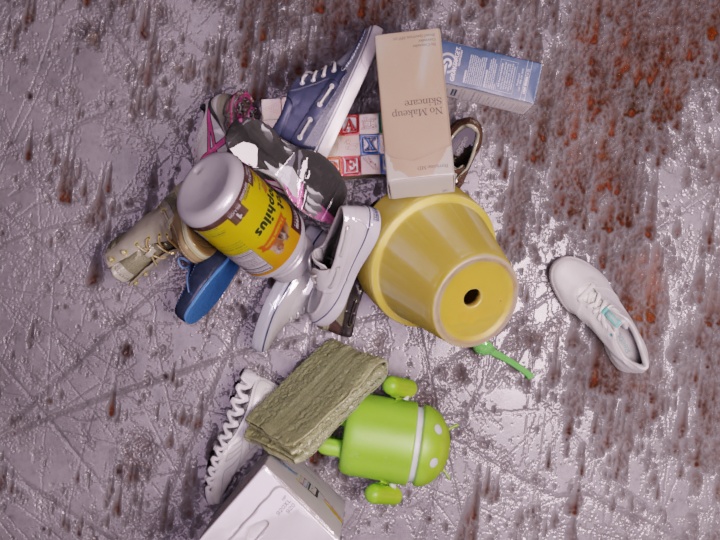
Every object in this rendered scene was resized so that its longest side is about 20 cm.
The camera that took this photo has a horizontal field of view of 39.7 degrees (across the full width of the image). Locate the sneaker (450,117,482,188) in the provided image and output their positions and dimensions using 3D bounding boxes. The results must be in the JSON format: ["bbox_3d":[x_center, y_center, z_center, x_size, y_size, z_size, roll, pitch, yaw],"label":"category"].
[{"bbox_3d":[0.114,-0.131,1.435,0.069,0.076,0.203,25,91,1],"label":"sneaker"}]

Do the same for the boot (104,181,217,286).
[{"bbox_3d":[-0.282,-0.032,1.393,0.154,0.201,0.072,-37,120,3],"label":"boot"}]

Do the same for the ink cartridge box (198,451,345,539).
[{"bbox_3d":[-0.119,0.352,1.382,0.144,0.200,0.148,42,92,1],"label":"ink cartridge box"}]

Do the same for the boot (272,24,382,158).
[{"bbox_3d":[-0.046,-0.260,1.378,0.089,0.073,0.203,26,91,-4],"label":"boot"}]

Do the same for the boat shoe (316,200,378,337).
[{"bbox_3d":[0.000,0.000,1.446,0.064,0.073,0.203,24,100,-4],"label":"boat shoe"}]

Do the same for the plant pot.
[{"bbox_3d":[0.114,0.001,1.343,0.197,0.189,0.205,-9,116,-20],"label":"plant pot"}]

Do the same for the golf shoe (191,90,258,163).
[{"bbox_3d":[-0.202,-0.156,1.434,0.090,0.072,0.204,-5,69,28],"label":"golf shoe"}]

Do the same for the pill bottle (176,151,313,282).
[{"bbox_3d":[-0.148,-0.063,1.345,0.108,0.200,0.111,-18,53,26],"label":"pill bottle"}]

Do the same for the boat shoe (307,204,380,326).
[{"bbox_3d":[-0.040,-0.010,1.357,0.064,0.074,0.202,10,123,-26],"label":"boat shoe"}]

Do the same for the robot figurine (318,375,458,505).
[{"bbox_3d":[0.039,0.241,1.420,0.195,0.116,0.180,10,82,0],"label":"robot figurine"}]

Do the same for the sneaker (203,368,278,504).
[{"bbox_3d":[-0.172,0.249,1.450,0.080,0.075,0.204,21,91,-8],"label":"sneaker"}]

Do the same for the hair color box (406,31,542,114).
[{"bbox_3d":[0.152,-0.280,1.420,0.196,0.100,0.062,13,90,1],"label":"hair color box"}]

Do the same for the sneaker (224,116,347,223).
[{"bbox_3d":[-0.104,-0.144,1.381,0.199,0.086,0.081,40,82,-19],"label":"sneaker"}]

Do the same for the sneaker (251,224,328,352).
[{"bbox_3d":[-0.091,0.035,1.442,0.070,0.073,0.203,28,91,4],"label":"sneaker"}]

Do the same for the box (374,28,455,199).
[{"bbox_3d":[0.071,-0.205,1.312,0.093,0.078,0.205,-7,76,3],"label":"box"}]

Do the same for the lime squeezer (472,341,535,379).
[{"bbox_3d":[0.186,0.076,1.455,0.069,0.038,0.203,-23,89,1],"label":"lime squeezer"}]

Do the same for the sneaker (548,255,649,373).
[{"bbox_3d":[0.350,0.061,1.426,0.075,0.088,0.201,-40,90,3],"label":"sneaker"}]

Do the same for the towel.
[{"bbox_3d":[-0.064,0.181,1.391,0.200,0.147,0.037,-45,124,-22],"label":"towel"}]

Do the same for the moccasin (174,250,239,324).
[{"bbox_3d":[-0.214,-0.018,1.450,0.067,0.081,0.202,28,74,14],"label":"moccasin"}]

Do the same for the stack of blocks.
[{"bbox_3d":[-0.042,-0.191,1.445,0.195,0.059,0.118,-2,90,1],"label":"stack of blocks"}]
